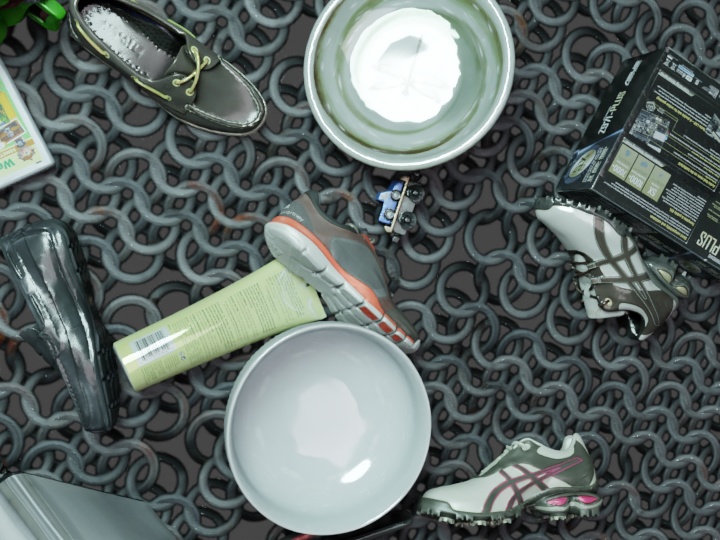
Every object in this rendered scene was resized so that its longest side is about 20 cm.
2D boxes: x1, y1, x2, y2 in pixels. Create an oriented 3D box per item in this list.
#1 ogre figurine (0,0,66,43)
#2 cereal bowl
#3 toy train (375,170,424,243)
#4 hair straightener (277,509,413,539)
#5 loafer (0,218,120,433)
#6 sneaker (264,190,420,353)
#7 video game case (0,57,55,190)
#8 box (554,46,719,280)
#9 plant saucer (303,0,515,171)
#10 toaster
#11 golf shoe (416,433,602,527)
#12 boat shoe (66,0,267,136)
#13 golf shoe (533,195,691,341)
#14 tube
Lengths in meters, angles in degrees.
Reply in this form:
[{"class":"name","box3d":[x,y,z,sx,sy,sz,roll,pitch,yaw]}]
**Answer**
[{"class":"ogre figurine","box3d":[-0.291,-0.246,0.724,0.098,0.120,0.201,17,78,-13]},{"class":"cereal bowl","box3d":[-0.035,0.145,0.847,0.199,0.083,0.201,-1,95,-13]},{"class":"toy train","box3d":[0.055,-0.126,0.871,0.046,0.034,0.201,16,89,-1]},{"class":"hair straightener","box3d":[-0.036,0.289,0.879,0.200,0.041,0.077,-25,99,-10]},{"class":"loafer","box3d":[-0.271,0.054,0.795,0.070,0.068,0.201,-17,93,-3]},{"class":"sneaker","box3d":[0.000,0.000,0.850,0.200,0.077,0.082,46,62,-23]},{"class":"video game case","box3d":[-0.404,-0.134,0.770,0.200,0.022,0.182,-27,100,-11]},{"class":"box","box3d":[0.335,-0.106,0.911,0.200,0.086,0.164,28,88,-13]},{"class":"plant saucer","box3d":[0.047,-0.191,0.837,0.200,0.050,0.201,-1,86,10]},{"class":"toaster","box3d":[-0.269,0.277,0.743,0.181,0.119,0.200,-58,142,-4]},{"class":"golf shoe","box3d":[0.151,0.221,0.912,0.199,0.077,0.088,-1,75,-15]},{"class":"boat shoe","box3d":[-0.174,-0.186,0.799,0.201,0.061,0.072,29,87,-14]},{"class":"golf shoe","box3d":[0.250,-0.001,0.906,0.200,0.078,0.095,34,87,-12]},{"class":"tube","box3d":[-0.133,0.052,0.838,0.200,0.052,0.058,-25,142,-16]}]
